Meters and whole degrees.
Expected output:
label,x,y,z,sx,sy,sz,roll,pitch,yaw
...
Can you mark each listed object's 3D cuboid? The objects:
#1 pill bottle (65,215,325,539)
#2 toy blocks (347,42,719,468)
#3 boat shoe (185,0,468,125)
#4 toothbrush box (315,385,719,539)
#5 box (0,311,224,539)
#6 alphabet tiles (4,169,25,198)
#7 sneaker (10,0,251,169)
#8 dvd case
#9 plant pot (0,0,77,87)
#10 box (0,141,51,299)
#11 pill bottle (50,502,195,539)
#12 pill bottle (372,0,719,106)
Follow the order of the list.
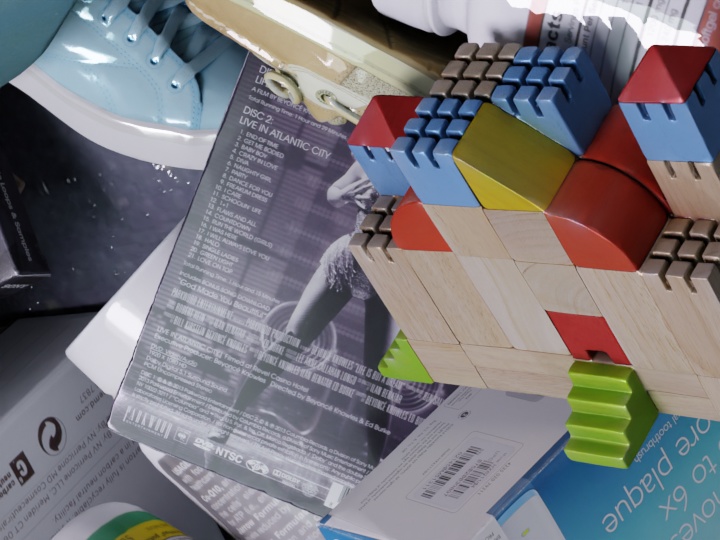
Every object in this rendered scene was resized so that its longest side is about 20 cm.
label,x,y,z,sx,sy,sz,roll,pitch,yaw
pill bottle,-0.025,0.068,0.973,0.200,0.114,0.114,43,133,-5
toy blocks,0.066,-0.017,0.750,0.199,0.100,0.137,5,141,41
boat shoe,0.017,-0.062,0.840,0.200,0.073,0.063,26,114,-9
toothbrush box,0.099,0.132,0.865,0.085,0.146,0.200,11,135,54
box,-0.177,0.156,1.064,0.130,0.199,0.201,-6,118,37
alphabet tiles,-0.249,-0.027,1.031,0.166,0.006,0.200,34,102,17
sneaker,-0.106,-0.109,0.920,0.199,0.074,0.082,24,136,13
dvd case,0.000,0.000,0.894,0.148,0.016,0.201,22,101,1
plant pot,-0.198,-0.122,0.835,0.142,0.141,0.200,68,162,8
box,-0.251,-0.026,1.010,0.199,0.036,0.143,-24,83,17
pill bottle,-0.050,0.190,0.935,0.200,0.113,0.113,28,133,20
pill bottle,0.109,-0.098,0.776,0.199,0.112,0.113,22,131,16
